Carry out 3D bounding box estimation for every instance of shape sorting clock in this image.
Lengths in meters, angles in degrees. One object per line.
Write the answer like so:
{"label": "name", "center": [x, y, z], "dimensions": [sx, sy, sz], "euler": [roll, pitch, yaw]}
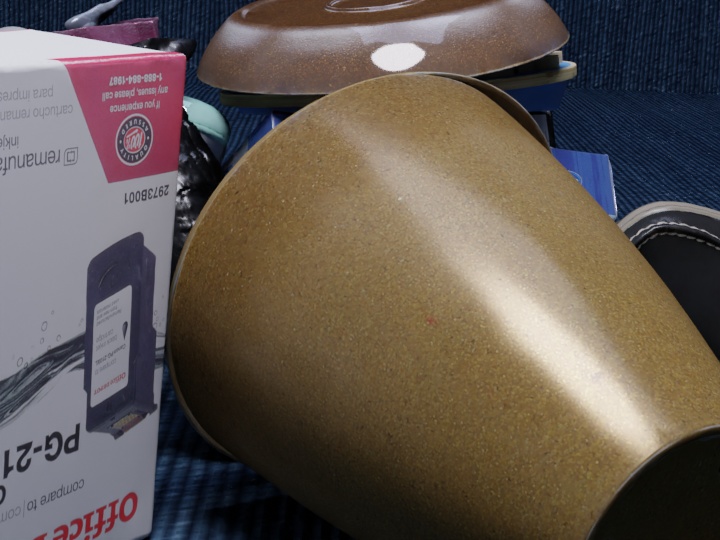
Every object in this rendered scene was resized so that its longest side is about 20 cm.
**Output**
{"label": "shape sorting clock", "center": [0.020, -0.107, 0.890], "dimensions": [0.199, 0.039, 0.200], "euler": [-1, 8, 0]}

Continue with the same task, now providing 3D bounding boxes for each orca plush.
{"label": "orca plush", "center": [-0.062, -0.020, 0.758], "dimensions": [0.071, 0.201, 0.105], "euler": [-16, -17, 17]}

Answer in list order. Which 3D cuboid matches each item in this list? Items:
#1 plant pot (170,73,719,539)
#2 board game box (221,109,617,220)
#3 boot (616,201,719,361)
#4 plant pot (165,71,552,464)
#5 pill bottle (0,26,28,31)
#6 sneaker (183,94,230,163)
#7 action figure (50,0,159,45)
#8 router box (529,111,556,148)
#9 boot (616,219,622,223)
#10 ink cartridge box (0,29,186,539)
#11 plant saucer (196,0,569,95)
{"label": "plant pot", "center": [0.053, 0.049, 0.610], "dimensions": [0.186, 0.187, 0.200], "euler": [-5, 30, -34]}
{"label": "board game box", "center": [0.007, -0.022, 0.904], "dimensions": [0.199, 0.044, 0.199], "euler": [6, -22, -24]}
{"label": "boot", "center": [0.188, 0.057, 0.645], "dimensions": [0.200, 0.073, 0.151], "euler": [41, 13, -10]}
{"label": "plant pot", "center": [0.000, 0.000, 0.705], "dimensions": [0.199, 0.201, 0.027], "euler": [-5, 32, -33]}
{"label": "pill bottle", "center": [-0.209, -0.020, 0.678], "dimensions": [0.200, 0.117, 0.116], "euler": [-35, 33, -32]}
{"label": "sneaker", "center": [-0.141, -0.005, 0.858], "dimensions": [0.078, 0.140, 0.200], "euler": [21, -30, -34]}
{"label": "action figure", "center": [-0.144, -0.060, 0.979], "dimensions": [0.134, 0.201, 0.149], "euler": [-20, 8, 25]}
{"label": "router box", "center": [0.032, -0.038, 1.007], "dimensions": [0.148, 0.051, 0.200], "euler": [-2, -19, -6]}
{"label": "boot", "center": [0.250, 0.020, 1.017], "dimensions": [0.181, 0.073, 0.200], "euler": [0, 19, -5]}
{"label": "ink cartridge box", "center": [-0.142, 0.017, 0.589], "dimensions": [0.084, 0.201, 0.145], "euler": [12, 15, 27]}
{"label": "plant saucer", "center": [0.010, -0.130, 0.849], "dimensions": [0.199, 0.032, 0.200], "euler": [-7, 18, 2]}
